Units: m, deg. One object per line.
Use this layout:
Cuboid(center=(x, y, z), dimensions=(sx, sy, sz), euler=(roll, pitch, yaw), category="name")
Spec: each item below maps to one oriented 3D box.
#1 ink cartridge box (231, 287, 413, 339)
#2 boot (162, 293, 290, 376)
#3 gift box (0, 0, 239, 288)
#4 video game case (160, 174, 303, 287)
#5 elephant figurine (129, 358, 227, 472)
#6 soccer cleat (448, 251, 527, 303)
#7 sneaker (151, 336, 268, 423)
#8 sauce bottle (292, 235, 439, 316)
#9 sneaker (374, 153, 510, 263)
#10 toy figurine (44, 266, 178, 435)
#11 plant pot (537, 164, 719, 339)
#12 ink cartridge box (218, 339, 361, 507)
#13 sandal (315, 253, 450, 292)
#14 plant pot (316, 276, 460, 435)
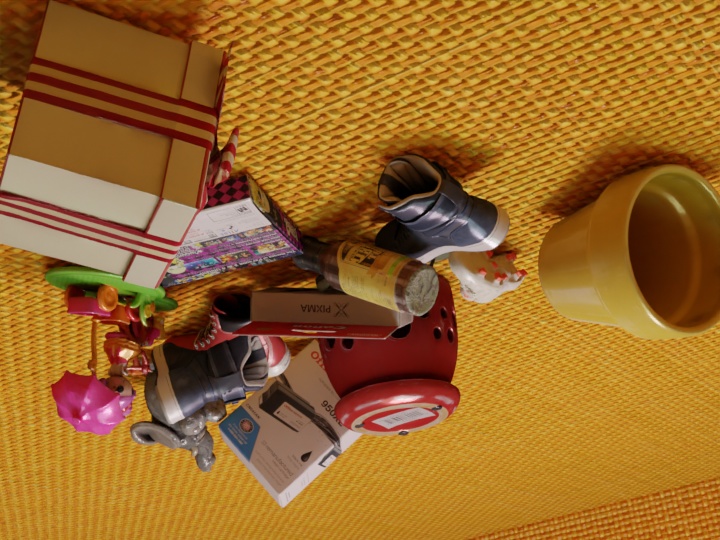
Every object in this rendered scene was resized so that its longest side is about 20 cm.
Cuboid(center=(-0.044, 0.051, 1.622), dimensions=(0.197, 0.046, 0.176), euler=(1, -176, 12), category="ink cartridge box")
Cuboid(center=(-0.208, 0.082, 1.772), dimensions=(0.197, 0.073, 0.145), euler=(-3, 140, 22), category="boot")
Cuboid(center=(-0.207, -0.119, 1.126), dimensions=(0.184, 0.203, 0.185), euler=(16, 155, -16), category="gift box")
Cuboid(center=(-0.187, -0.041, 1.501), dimensions=(0.197, 0.036, 0.181), euler=(-13, 157, 14), category="video game case")
Cuboid(center=(-0.282, 0.223, 1.963), dimensions=(0.140, 0.156, 0.200), euler=(-19, 159, -38), category="elephant figurine")
Cuboid(center=(0.153, 0.011, 1.660), dimensions=(0.077, 0.070, 0.199), euler=(-36, 162, 20), category="soccer cleat")
Cuboid(center=(-0.196, 0.125, 1.686), dimensions=(0.144, 0.078, 0.202), euler=(-24, -161, -5), category="sneaker")
Cuboid(center=(0.000, 0.000, 1.523), dimensions=(0.198, 0.066, 0.064), euler=(17, 176, 38), category="sauce bottle")
Cuboid(center=(0.053, -0.068, 1.476), dimensions=(0.145, 0.078, 0.201), euler=(27, 155, -34), category="sneaker")
Cuboid(center=(-0.311, 0.110, 1.587), dimensions=(0.148, 0.187, 0.199), euler=(-1, 165, 28), category="toy figurine")
Cuboid(center=(0.323, -0.014, 1.562), dimensions=(0.198, 0.204, 0.188), euler=(8, 170, -33), category="plant pot")
Cuboid(center=(-0.092, 0.226, 1.925), dimensions=(0.200, 0.145, 0.084), euler=(-41, 163, -15), category="ink cartridge box")
Cuboid(center=(0.040, 0.002, 1.631), dimensions=(0.198, 0.058, 0.080), euler=(-18, 163, -13), category="sandal")
Cuboid(center=(0.041, 0.119, 1.778), dimensions=(0.197, 0.185, 0.201), euler=(-6, 156, -3), category="plant pot")
